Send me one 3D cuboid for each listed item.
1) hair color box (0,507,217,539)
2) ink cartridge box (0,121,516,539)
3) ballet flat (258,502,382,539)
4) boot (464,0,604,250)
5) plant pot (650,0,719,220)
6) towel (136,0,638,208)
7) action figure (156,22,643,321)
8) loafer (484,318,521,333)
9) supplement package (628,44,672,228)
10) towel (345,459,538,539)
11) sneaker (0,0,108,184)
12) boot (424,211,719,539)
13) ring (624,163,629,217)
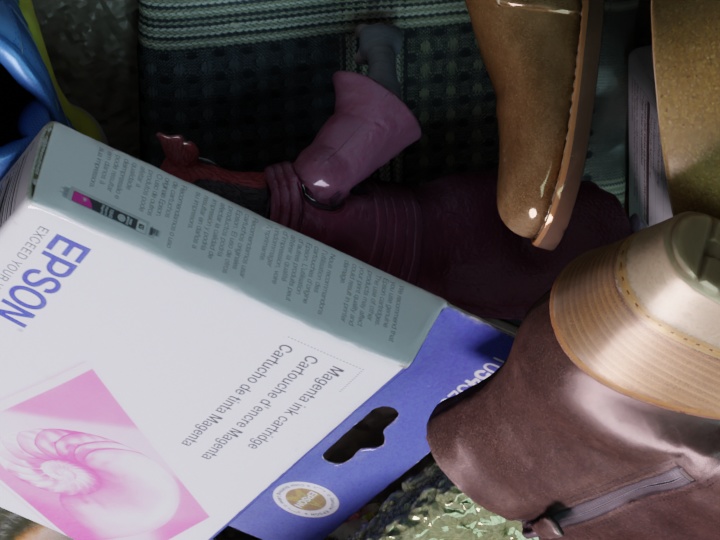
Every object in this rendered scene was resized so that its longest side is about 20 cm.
[{"bbox_3d":[-0.106,0.134,1.179,0.099,0.061,0.201,-16,129,-3],"label":"hair color box"},{"bbox_3d":[-0.066,0.046,1.011,0.199,0.043,0.196,25,143,-16],"label":"ink cartridge box"},{"bbox_3d":[0.040,0.124,1.185,0.199,0.064,0.076,-4,121,35],"label":"ballet flat"},{"bbox_3d":[0.047,-0.106,0.978,0.075,0.201,0.074,2,169,-10],"label":"boot"},{"bbox_3d":[0.197,-0.064,0.893,0.199,0.187,0.187,-5,130,11],"label":"plant pot"},{"bbox_3d":[0.012,-0.064,1.083,0.199,0.035,0.193,-5,125,-9],"label":"towel"},{"bbox_3d":[0.000,0.000,1.022,0.199,0.149,0.134,12,128,-36],"label":"action figure"},{"bbox_3d":[0.100,0.079,1.191,0.200,0.063,0.072,32,115,-32],"label":"loafer"},{"bbox_3d":[0.206,0.012,1.050,0.151,0.200,0.151,-14,128,-11],"label":"supplement package"},{"bbox_3d":[0.036,0.153,1.093,0.148,0.037,0.200,36,111,-23],"label":"towel"},{"bbox_3d":[-0.134,-0.039,1.009,0.075,0.105,0.200,-20,129,1],"label":"sneaker"},{"bbox_3d":[0.135,0.067,0.929,0.200,0.072,0.166,34,144,-7],"label":"boot"},{"bbox_3d":[0.192,-0.020,1.169,0.199,0.019,0.201,-8,128,-10],"label":"ring"}]
